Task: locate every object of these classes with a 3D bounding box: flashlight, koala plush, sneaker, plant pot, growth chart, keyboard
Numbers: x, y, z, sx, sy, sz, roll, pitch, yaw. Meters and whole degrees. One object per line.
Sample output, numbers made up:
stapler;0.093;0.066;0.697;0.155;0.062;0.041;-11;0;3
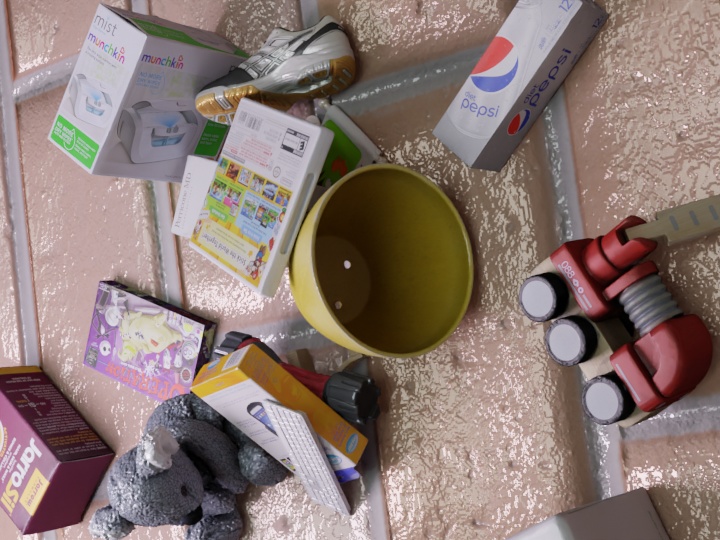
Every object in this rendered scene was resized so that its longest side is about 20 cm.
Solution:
flashlight;-0.075;0.120;1.311;0.199;0.067;0.069;12;106;33
koala plush;-0.224;0.241;1.353;0.184;0.200;0.178;43;113;17
sneaker;-0.101;-0.235;1.356;0.198;0.076;0.088;-15;66;14
plant pot;0.000;0.000;1.238;0.142;0.199;0.202;-16;80;57
growth chart;-0.049;-0.089;1.359;0.144;0.018;0.201;38;109;30
keyboard;-0.058;0.210;1.283;0.056;0.201;0.011;11;52;28

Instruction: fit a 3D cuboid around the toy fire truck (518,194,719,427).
toy fire truck;0.280;0.023;1.083;0.200;0.128;0.177;-45;66;37

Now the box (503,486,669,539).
box;0.203;0.332;1.071;0.171;0.199;0.200;-35;70;31

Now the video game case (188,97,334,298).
video game case;-0.112;-0.084;1.255;0.200;0.023;0.183;29;100;55

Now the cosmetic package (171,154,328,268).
cosmetic package;-0.131;-0.069;1.362;0.199;0.074;0.103;15;93;42

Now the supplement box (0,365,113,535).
supplement box;-0.453;0.242;1.584;0.200;0.103;0.132;40;109;28

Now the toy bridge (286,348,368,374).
toy bridge;-0.065;0.126;1.362;0.199;0.027;0.068;-23;79;32

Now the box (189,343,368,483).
box;-0.083;0.167;1.291;0.119;0.200;0.042;-24;31;52

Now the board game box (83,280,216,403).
board game box;-0.278;0.097;1.512;0.199;0.032;0.121;19;104;33

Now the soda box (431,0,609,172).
soda box;0.161;-0.200;1.184;0.063;0.068;0.201;45;114;26

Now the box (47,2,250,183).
box;-0.247;-0.207;1.387;0.096;0.199;0.177;36;108;28
